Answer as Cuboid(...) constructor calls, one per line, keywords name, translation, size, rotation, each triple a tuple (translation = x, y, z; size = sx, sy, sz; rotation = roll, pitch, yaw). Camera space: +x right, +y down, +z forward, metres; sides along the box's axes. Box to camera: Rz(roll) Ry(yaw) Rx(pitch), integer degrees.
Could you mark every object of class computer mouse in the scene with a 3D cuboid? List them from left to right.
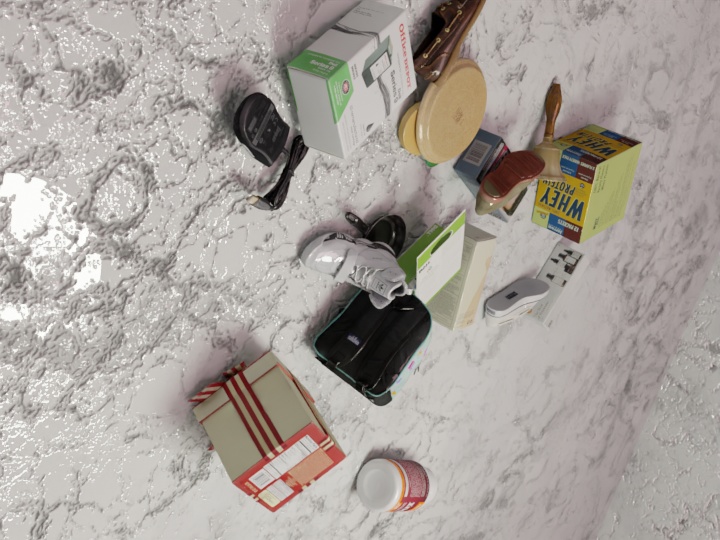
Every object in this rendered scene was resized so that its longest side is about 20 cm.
Cuboid(name="computer mouse", translation=(-0.150, -0.169, 1.285), size=(0.141, 0.046, 0.200), rotation=(-67, 156, -5))

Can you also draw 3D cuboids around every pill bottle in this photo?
Cuboid(name="pill bottle", translation=(0.088, 0.478, 1.962), size=(0.199, 0.113, 0.114), rotation=(19, 98, -54))

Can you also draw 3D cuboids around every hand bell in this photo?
Cuboid(name="hand bell", translation=(0.401, -0.294, 1.867), size=(0.104, 0.104, 0.202), rotation=(-5, 106, -49))

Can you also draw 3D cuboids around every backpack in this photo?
Cuboid(name="backpack", translation=(0.036, 0.127, 1.611), size=(0.201, 0.175, 0.153), rotation=(-53, 160, -8))

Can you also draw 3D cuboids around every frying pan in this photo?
Cuboid(name="frying pan", translation=(0.014, -0.052, 1.579), size=(0.189, 0.031, 0.116), rotation=(0, 114, -48))

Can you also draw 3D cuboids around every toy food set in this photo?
Cuboid(name="toy food set", translation=(0.158, -0.284, 1.586), size=(0.197, 0.048, 0.201), rotation=(19, 98, -55))

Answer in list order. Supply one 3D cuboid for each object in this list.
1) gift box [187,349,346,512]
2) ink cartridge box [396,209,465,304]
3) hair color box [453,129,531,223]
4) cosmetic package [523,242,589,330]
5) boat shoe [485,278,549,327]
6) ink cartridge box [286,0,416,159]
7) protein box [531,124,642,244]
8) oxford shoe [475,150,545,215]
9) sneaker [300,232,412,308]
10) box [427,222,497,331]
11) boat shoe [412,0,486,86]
Cuboid(name="gift box", translation=(-0.166, 0.262, 1.448), size=(0.199, 0.187, 0.185), rotation=(-32, 141, -5))
Cuboid(name="ink cartridge box", translation=(0.123, -0.029, 1.652), size=(0.148, 0.076, 0.201), rotation=(-43, 155, -24))
Cuboid(name="hair color box", translation=(0.269, -0.188, 1.778), size=(0.099, 0.060, 0.200), rotation=(-57, 145, -5))
Cuboid(name="cosmetic package", translation=(0.475, 0.037, 2.170), size=(0.201, 0.082, 0.051), rotation=(-58, 142, -5))
Cuboid(name="boat shoe", translation=(0.368, 0.080, 2.077), size=(0.199, 0.072, 0.066), rotation=(-27, 137, -37))
Cuboid(name="ink cartridge box", translation=(-0.008, -0.290, 1.325), size=(0.200, 0.084, 0.147), rotation=(-48, 145, -30))
Cuboid(name="protein box", translation=(0.515, -0.200, 2.010), size=(0.199, 0.134, 0.200), rotation=(-26, 133, -40))
Cuboid(name="oxford shoe", translation=(0.286, -0.173, 1.718), size=(0.199, 0.071, 0.074), rotation=(-32, 160, -35))
Cuboid(name="sneaker", translation=(0.000, 0.000, 1.500), size=(0.199, 0.115, 0.075), rotation=(5, 125, -39))
Cuboid(name="box", translation=(0.200, 0.011, 1.801), size=(0.077, 0.095, 0.201), rotation=(-12, 123, -48))
Cuboid(name="boat shoe", translation=(0.149, -0.411, 1.473), size=(0.070, 0.070, 0.201), rotation=(29, 83, -15))
